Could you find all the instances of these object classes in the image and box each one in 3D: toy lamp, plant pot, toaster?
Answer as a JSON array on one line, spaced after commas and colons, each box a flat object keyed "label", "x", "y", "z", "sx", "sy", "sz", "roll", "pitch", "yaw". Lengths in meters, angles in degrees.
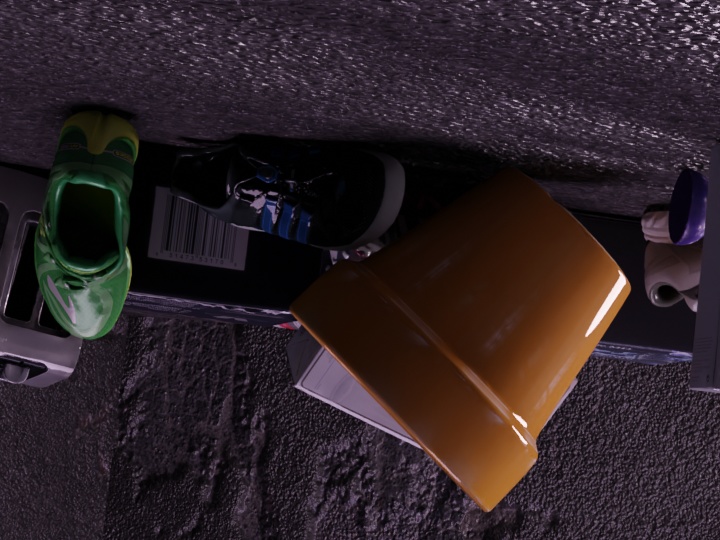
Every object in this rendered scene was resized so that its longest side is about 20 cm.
[{"label": "toy lamp", "x": 0.308, "y": -0.029, "z": 1.348, "sx": 0.199, "sy": 0.058, "sz": 0.058, "roll": 10, "pitch": 175, "yaw": -7}, {"label": "plant pot", "x": 0.083, "y": 0.035, "z": 1.419, "sx": 0.200, "sy": 0.183, "sz": 0.200, "roll": 46, "pitch": 177, "yaw": 3}, {"label": "toaster", "x": -0.330, "y": -0.005, "z": 1.801, "sx": 0.180, "sy": 0.201, "sz": 0.119, "roll": 17, "pitch": 169, "yaw": -24}]

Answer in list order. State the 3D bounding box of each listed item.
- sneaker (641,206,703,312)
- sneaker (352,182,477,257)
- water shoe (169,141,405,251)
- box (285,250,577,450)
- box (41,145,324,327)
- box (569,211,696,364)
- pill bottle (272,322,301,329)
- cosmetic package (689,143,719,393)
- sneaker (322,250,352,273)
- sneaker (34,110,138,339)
[{"label": "sneaker", "x": 0.279, "y": -0.008, "z": 1.498, "sx": 0.074, "sy": 0.080, "sz": 0.200, "roll": 11, "pitch": 173, "yaw": -25}, {"label": "sneaker", "x": 0.047, "y": -0.040, "z": 1.517, "sx": 0.200, "sy": 0.088, "sz": 0.074, "roll": 31, "pitch": -168, "yaw": -16}, {"label": "water shoe", "x": -0.057, "y": -0.055, "z": 1.428, "sx": 0.079, "sy": 0.072, "sz": 0.200, "roll": 14, "pitch": 171, "yaw": -44}, {"label": "box", "x": 0.056, "y": 0.074, "z": 1.584, "sx": 0.200, "sy": 0.117, "sz": 0.060, "roll": 28, "pitch": -160, "yaw": -22}, {"label": "box", "x": -0.143, "y": -0.026, "z": 1.613, "sx": 0.196, "sy": 0.118, "sz": 0.200, "roll": 8, "pitch": 174, "yaw": -13}, {"label": "box", "x": 0.215, "y": 0.018, "z": 1.730, "sx": 0.148, "sy": 0.107, "sz": 0.200, "roll": 8, "pitch": 175, "yaw": -6}, {"label": "pill bottle", "x": 0.014, "y": 0.004, "z": 1.809, "sx": 0.199, "sy": 0.111, "sz": 0.111, "roll": 5, "pitch": 175, "yaw": 21}, {"label": "cosmetic package", "x": 0.305, "y": 0.008, "z": 1.212, "sx": 0.199, "sy": 0.151, "sz": 0.052, "roll": 7, "pitch": 177, "yaw": -8}, {"label": "sneaker", "x": 0.000, "y": 0.000, "z": 1.657, "sx": 0.079, "sy": 0.130, "sz": 0.199, "roll": 7, "pitch": 176, "yaw": -26}, {"label": "sneaker", "x": -0.198, "y": -0.020, "z": 1.419, "sx": 0.074, "sy": 0.084, "sz": 0.200, "roll": 9, "pitch": 134, "yaw": -1}]
